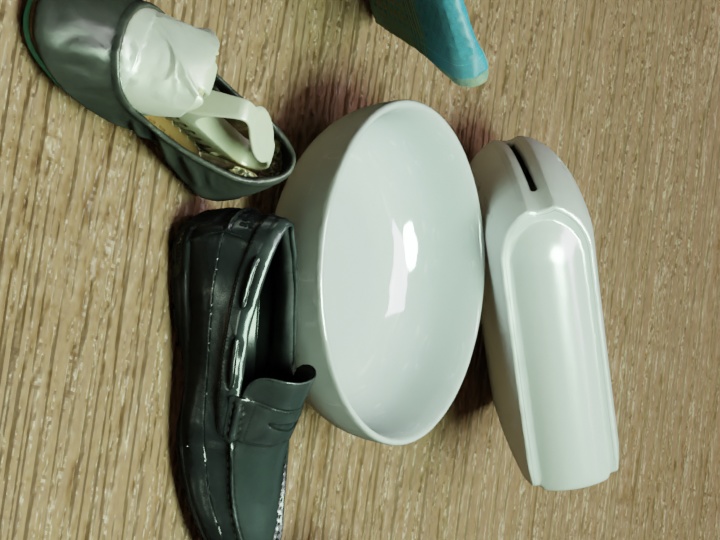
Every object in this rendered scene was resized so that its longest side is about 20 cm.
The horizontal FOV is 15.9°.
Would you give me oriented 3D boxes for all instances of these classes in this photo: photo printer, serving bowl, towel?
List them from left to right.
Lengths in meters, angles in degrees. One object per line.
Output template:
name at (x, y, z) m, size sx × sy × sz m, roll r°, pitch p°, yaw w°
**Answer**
serving bowl at (0.000, 0.000, 1.506) m, size 0.200 × 0.066 × 0.201 m, roll -10°, pitch 101°, yaw -60°
towel at (0.018, -0.213, 1.468) m, size 0.022 × 0.147 × 0.200 m, roll -24°, pitch 120°, yaw -13°
photo printer at (0.113, 0.018, 1.640) m, size 0.166 × 0.069 × 0.200 m, roll -107°, pitch -173°, yaw -70°

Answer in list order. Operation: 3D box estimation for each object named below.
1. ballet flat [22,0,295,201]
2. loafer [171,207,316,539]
ballet flat at (-0.093, -0.096, 1.331) m, size 0.200 × 0.068 × 0.068 m, roll 38°, pitch 60°, yaw -55°
loafer at (-0.060, 0.066, 1.400) m, size 0.068 × 0.070 × 0.201 m, roll -19°, pitch 108°, yaw -58°
